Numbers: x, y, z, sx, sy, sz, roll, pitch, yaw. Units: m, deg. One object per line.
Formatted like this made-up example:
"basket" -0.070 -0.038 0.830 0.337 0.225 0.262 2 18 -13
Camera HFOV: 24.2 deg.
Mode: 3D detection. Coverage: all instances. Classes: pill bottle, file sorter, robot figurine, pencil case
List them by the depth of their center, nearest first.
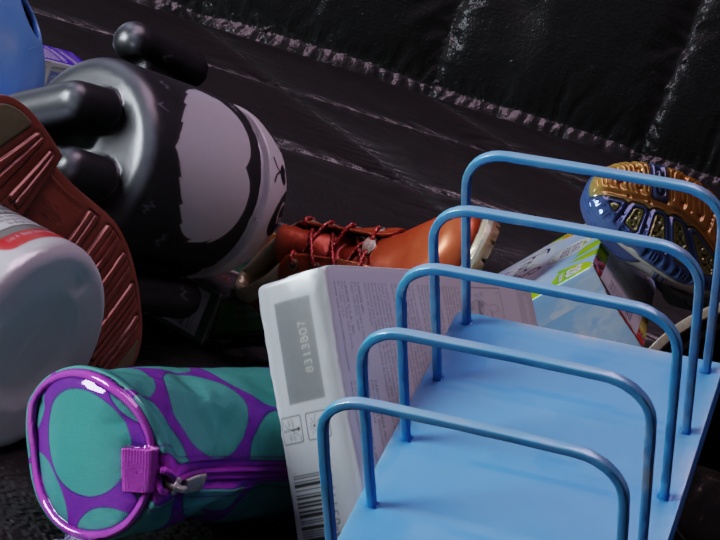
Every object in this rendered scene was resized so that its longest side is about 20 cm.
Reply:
"file sorter" 0.076 0.054 0.744 0.138 0.123 0.200 11 40 18
"pencil case" -0.070 0.090 0.834 0.092 0.085 0.200 25 12 34
"pill bottle" -0.243 0.000 0.872 0.200 0.114 0.114 26 13 24
"robot figurine" -0.133 -0.063 1.059 0.125 0.150 0.200 41 14 34

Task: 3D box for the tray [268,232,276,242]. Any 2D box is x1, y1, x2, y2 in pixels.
"tray" -0.080 -0.006 1.348 0.200 0.037 0.099 23 12 7

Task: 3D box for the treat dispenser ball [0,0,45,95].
"treat dispenser ball" -0.315 -0.137 1.140 0.200 0.201 0.201 20 12 -4

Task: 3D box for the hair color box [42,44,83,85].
"hair color box" -0.323 -0.140 1.355 0.200 0.110 0.065 10 17 -37

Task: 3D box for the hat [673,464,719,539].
"hat" 0.118 0.169 0.763 0.200 0.081 0.201 -11 36 8

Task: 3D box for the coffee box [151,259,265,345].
"coffee box" -0.147 -0.007 1.222 0.200 0.044 0.123 28 14 29

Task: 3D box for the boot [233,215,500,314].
"boot" 0.000 0.000 1.089 0.107 0.200 0.075 41 46 -17

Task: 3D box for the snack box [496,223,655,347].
"snack box" 0.106 0.041 1.108 0.068 0.168 0.200 58 18 -5

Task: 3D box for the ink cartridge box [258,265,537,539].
"ink cartridge box" 0.035 0.083 0.872 0.057 0.163 0.200 -16 -11 30

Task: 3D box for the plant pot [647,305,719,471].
"plant pot" 0.261 0.112 1.057 0.200 0.201 0.198 23 5 12

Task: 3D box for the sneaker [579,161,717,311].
"sneaker" 0.209 -0.005 1.087 0.200 0.075 0.088 22 -27 -27

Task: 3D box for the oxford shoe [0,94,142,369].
"oxford shoe" -0.189 -0.016 0.963 0.074 0.200 0.071 0 38 34
